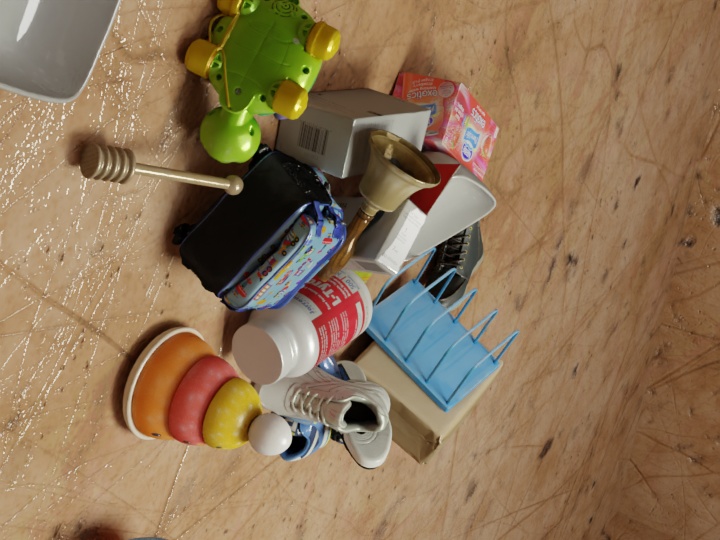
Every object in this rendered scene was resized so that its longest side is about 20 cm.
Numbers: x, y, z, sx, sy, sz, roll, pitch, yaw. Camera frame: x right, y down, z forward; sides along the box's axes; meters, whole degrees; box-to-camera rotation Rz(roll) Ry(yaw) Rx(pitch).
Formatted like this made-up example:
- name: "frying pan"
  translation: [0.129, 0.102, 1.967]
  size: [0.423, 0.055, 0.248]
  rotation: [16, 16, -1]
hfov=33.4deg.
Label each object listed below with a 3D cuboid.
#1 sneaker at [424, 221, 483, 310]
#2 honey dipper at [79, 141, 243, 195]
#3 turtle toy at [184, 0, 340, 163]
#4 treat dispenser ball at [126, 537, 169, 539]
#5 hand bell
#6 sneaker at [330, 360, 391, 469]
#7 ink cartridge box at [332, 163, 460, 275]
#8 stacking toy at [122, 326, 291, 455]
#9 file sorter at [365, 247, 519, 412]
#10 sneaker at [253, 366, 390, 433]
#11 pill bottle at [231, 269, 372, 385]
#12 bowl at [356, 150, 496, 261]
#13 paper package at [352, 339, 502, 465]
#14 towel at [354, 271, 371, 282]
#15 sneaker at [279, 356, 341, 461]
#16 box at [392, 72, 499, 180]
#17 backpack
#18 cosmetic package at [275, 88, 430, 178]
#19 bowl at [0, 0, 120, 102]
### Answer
- name: "sneaker"
  translation: [0.151, -0.020, 2.031]
  size: [0.200, 0.074, 0.107]
  rotation: [-58, 150, -45]
- name: "honey dipper"
  translation: [-0.202, -0.103, 1.269]
  size: [0.199, 0.038, 0.038]
  rotation: [5, 106, -45]
- name: "turtle toy"
  translation: [-0.115, -0.213, 1.323]
  size: [0.201, 0.145, 0.101]
  rotation: [-62, 174, -8]
- name: "treat dispenser ball"
  translation: [-0.260, 0.424, 1.444]
  size: [0.201, 0.200, 0.202]
  rotation: [-42, 144, -41]
- name: "hand bell"
  translation: [0.003, -0.066, 1.498]
  size: [0.200, 0.104, 0.104]
  rotation: [-54, 160, 25]
- name: "sneaker"
  translation: [-0.007, 0.243, 1.810]
  size: [0.073, 0.201, 0.112]
  rotation: [-2, 132, -16]
- name: "ink cartridge box"
  translation: [0.021, -0.082, 1.600]
  size: [0.045, 0.200, 0.177]
  rotation: [38, 74, -29]
- name: "stacking toy"
  translation: [-0.168, 0.164, 1.418]
  size: [0.146, 0.199, 0.147]
  rotation: [-41, 143, -41]
- name: "file sorter"
  translation: [0.125, 0.086, 1.858]
  size: [0.139, 0.200, 0.123]
  rotation: [-35, 163, -36]
- name: "sneaker"
  translation: [-0.050, 0.181, 1.667]
  size: [0.099, 0.199, 0.078]
  rotation: [-117, -144, -77]
- name: "pill bottle"
  translation: [-0.079, 0.074, 1.614]
  size: [0.200, 0.112, 0.113]
  rotation: [-33, 138, -50]
- name: "bowl"
  translation: [0.082, -0.098, 1.761]
  size: [0.199, 0.075, 0.200]
  rotation: [-32, 157, 16]
- name: "paper package"
  translation: [0.097, 0.175, 1.930]
  size: [0.200, 0.190, 0.104]
  rotation: [-43, 167, -37]
- name: "towel"
  translation: [0.000, 0.000, 1.716]
  size: [0.086, 0.018, 0.200]
  rotation: [-26, 157, -47]
- name: "sneaker"
  translation: [-0.080, 0.196, 1.754]
  size: [0.082, 0.074, 0.201]
  rotation: [-32, 135, -47]
- name: "box"
  translation: [0.122, -0.210, 1.782]
  size: [0.200, 0.102, 0.095]
  rotation: [31, 76, -65]
- name: "backpack"
  translation: [-0.100, -0.043, 1.435]
  size: [0.183, 0.135, 0.200]
  rotation: [-44, 166, 12]
- name: "cosmetic package"
  translation: [-0.007, -0.182, 1.559]
  size: [0.200, 0.112, 0.082]
  rotation: [-22, 129, -57]
- name: "bowl"
  translation: [-0.288, -0.256, 0.995]
  size: [0.199, 0.074, 0.201]
  rotation: [15, 98, -64]
